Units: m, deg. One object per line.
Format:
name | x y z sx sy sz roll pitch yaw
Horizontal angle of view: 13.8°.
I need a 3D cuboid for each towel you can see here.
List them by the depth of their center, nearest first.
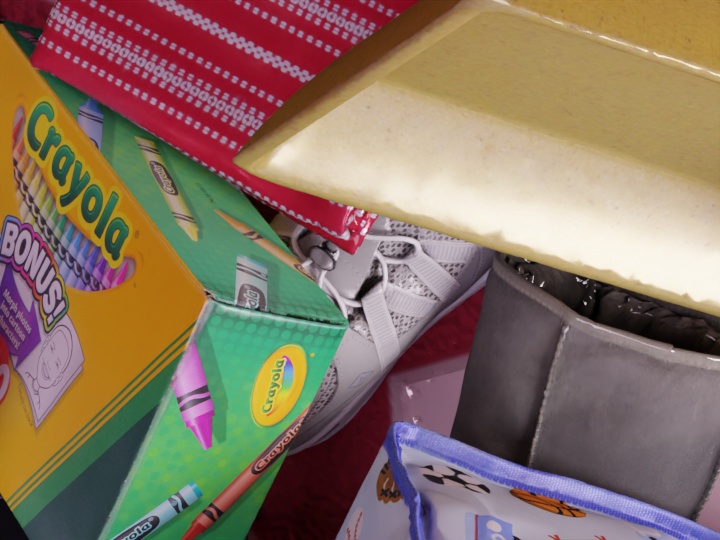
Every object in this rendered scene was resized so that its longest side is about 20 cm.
towel | -0.014 -0.125 0.989 0.144 0.022 0.200 31 100 21

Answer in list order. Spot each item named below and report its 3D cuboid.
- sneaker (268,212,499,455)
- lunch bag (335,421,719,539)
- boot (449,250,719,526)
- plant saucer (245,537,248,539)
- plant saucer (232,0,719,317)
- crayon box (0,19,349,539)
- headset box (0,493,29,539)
sneaker | 0.000 0.000 1.029 0.075 0.082 0.200 38 120 12
lunch bag | 0.073 0.169 0.980 0.200 0.124 0.170 19 115 -17
boot | 0.033 0.087 1.047 0.181 0.073 0.200 14 120 8
plant saucer | -0.073 0.095 1.139 0.070 0.019 0.201 -4 106 29
plant saucer | 0.087 -0.047 0.897 0.200 0.200 0.049 154 129 -65
crayon box | -0.090 0.013 1.028 0.200 0.058 0.119 49 120 49
headset box | -0.156 0.174 1.118 0.200 0.093 0.174 67 160 -7
